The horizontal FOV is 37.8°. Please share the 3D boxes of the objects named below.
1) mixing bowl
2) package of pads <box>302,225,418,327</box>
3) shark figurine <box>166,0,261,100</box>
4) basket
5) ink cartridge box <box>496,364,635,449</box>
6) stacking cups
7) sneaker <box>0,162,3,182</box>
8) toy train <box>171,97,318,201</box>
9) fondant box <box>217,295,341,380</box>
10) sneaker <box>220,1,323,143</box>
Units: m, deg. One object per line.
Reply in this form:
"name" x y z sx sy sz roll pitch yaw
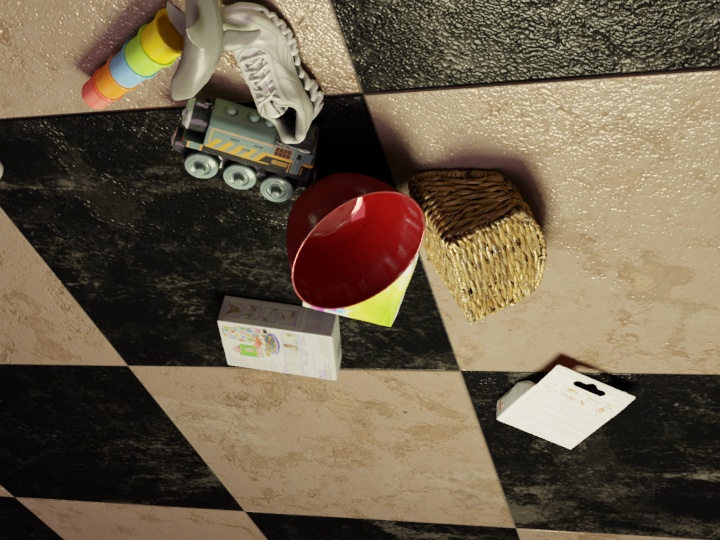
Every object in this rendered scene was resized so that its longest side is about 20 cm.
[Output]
"mixing bowl" -0.023 -0.057 1.418 0.199 0.109 0.201 -20 139 -18
"package of pads" 0.000 0.000 1.585 0.153 0.069 0.200 13 146 0
"shark figurine" -0.196 -0.296 1.174 0.127 0.090 0.216 -10 116 17
"basket" 0.167 -0.054 1.464 0.142 0.149 0.201 -26 140 -4
"ink cartridge box" 0.351 0.223 1.822 0.161 0.050 0.200 23 136 -14
"stacking cups" -0.289 -0.262 1.323 0.199 0.061 0.060 -19 135 42
"sneaker" -0.600 -0.132 1.592 0.199 0.073 0.112 7 149 23
"toy train" -0.147 -0.167 1.389 0.199 0.086 0.114 17 138 -11
"fondant box" -0.135 0.117 1.800 0.198 0.059 0.145 7 145 6
"sneaker" -0.109 -0.238 1.276 0.075 0.081 0.200 -7 139 28
